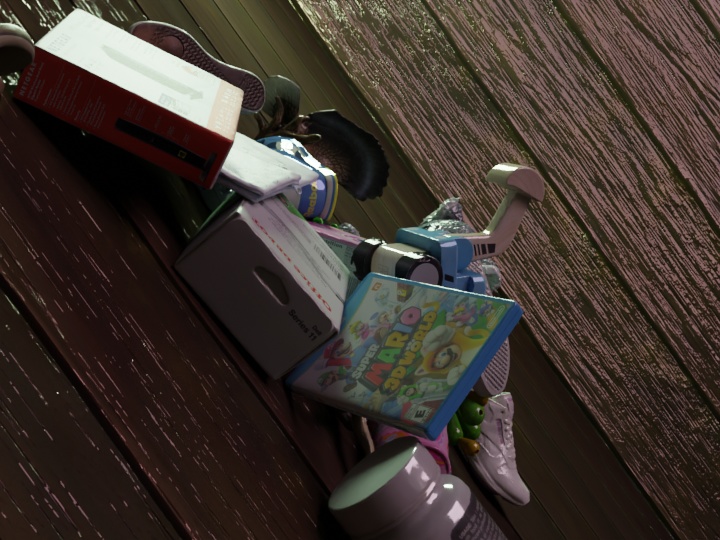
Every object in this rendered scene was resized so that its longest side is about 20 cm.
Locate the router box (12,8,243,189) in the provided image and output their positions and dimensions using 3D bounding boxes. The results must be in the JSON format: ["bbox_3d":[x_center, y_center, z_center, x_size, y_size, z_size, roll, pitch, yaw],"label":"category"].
[{"bbox_3d":[-0.198,-0.158,1.062,0.179,0.049,0.200,25,18,-12],"label":"router box"}]

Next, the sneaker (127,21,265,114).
[{"bbox_3d":[-0.215,-0.234,1.437,0.200,0.084,0.073,26,71,-42],"label":"sneaker"}]

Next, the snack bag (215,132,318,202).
[{"bbox_3d":[-0.141,-0.123,1.180,0.188,0.021,0.200,27,16,11],"label":"snack bag"}]

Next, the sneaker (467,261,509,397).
[{"bbox_3d":[0.118,0.062,1.420,0.074,0.082,0.201,8,62,-43],"label":"sneaker"}]

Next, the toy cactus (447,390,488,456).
[{"bbox_3d":[0.089,0.141,1.450,0.165,0.102,0.200,59,1,-8],"label":"toy cactus"}]

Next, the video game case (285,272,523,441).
[{"bbox_3d":[0.035,0.071,1.069,0.200,0.143,0.018,11,-33,50],"label":"video game case"}]

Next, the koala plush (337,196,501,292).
[{"bbox_3d":[0.074,0.003,1.543,0.184,0.200,0.178,41,17,-53],"label":"koala plush"}]

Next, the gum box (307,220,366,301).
[{"bbox_3d":[0.000,0.000,1.348,0.199,0.066,0.113,19,6,8],"label":"gum box"}]

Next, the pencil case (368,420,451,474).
[{"bbox_3d":[0.050,0.175,1.231,0.088,0.087,0.200,52,11,-15],"label":"pencil case"}]

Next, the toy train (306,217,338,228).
[{"bbox_3d":[-0.050,-0.028,1.488,0.042,0.056,0.200,23,30,-42],"label":"toy train"}]

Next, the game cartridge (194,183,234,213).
[{"bbox_3d":[-0.164,-0.125,1.344,0.200,0.040,0.133,59,15,24],"label":"game cartridge"}]

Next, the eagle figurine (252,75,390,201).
[{"bbox_3d":[-0.074,-0.156,1.616,0.152,0.151,0.200,44,15,29],"label":"eagle figurine"}]

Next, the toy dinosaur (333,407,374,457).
[{"bbox_3d":[-0.009,0.127,1.154,0.200,0.047,0.088,-107,-168,-58],"label":"toy dinosaur"}]

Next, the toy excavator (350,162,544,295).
[{"bbox_3d":[0.098,-0.011,1.235,0.199,0.195,0.100,-6,15,-34],"label":"toy excavator"}]

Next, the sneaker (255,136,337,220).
[{"bbox_3d":[-0.103,-0.118,1.447,0.082,0.074,0.200,-2,20,-31],"label":"sneaker"}]

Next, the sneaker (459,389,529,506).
[{"bbox_3d":[0.179,0.223,1.599,0.200,0.099,0.075,57,8,4],"label":"sneaker"}]

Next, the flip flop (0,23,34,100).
[{"bbox_3d":[-0.268,-0.120,0.771,0.200,0.081,0.058,-79,150,-74],"label":"flip flop"}]

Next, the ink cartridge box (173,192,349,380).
[{"bbox_3d":[-0.088,0.000,1.143,0.147,0.083,0.200,50,11,-10],"label":"ink cartridge box"}]

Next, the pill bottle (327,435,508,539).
[{"bbox_3d":[0.069,0.245,0.996,0.200,0.113,0.113,54,10,-9],"label":"pill bottle"}]
